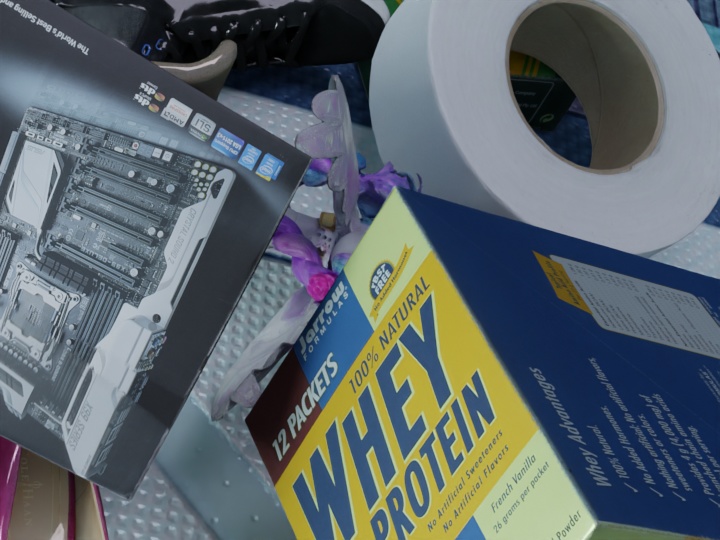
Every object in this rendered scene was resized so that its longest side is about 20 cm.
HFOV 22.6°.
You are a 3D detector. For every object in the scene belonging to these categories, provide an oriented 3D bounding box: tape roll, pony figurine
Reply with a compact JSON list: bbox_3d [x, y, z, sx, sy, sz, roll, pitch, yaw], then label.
[{"bbox_3d":[0.108,-0.090,1.003,0.202,0.071,0.203,10,67,-26],"label":"tape roll"},{"bbox_3d":[0.000,0.000,0.882,0.200,0.167,0.193,21,5,-7],"label":"pony figurine"}]

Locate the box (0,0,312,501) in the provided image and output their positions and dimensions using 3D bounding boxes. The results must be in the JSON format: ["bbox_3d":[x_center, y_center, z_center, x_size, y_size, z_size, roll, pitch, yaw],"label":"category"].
[{"bbox_3d":[-0.143,-0.025,0.707,0.200,0.050,0.158,31,81,-19],"label":"box"}]

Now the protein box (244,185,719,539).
[{"bbox_3d":[0.093,0.093,0.748,0.200,0.135,0.199,14,31,-34],"label":"protein box"}]

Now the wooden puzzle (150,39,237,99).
[{"bbox_3d":[-0.162,-0.070,0.831,0.200,0.185,0.046,-1,87,-8],"label":"wooden puzzle"}]

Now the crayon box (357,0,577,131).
[{"bbox_3d":[0.048,-0.181,1.112,0.126,0.052,0.200,1,53,-25],"label":"crayon box"}]

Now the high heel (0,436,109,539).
[{"bbox_3d":[-0.120,0.142,0.742,0.067,0.096,0.200,1,54,-25],"label":"high heel"}]

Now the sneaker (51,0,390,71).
[{"bbox_3d":[-0.086,-0.120,0.992,0.200,0.073,0.112,11,53,-7],"label":"sneaker"}]
